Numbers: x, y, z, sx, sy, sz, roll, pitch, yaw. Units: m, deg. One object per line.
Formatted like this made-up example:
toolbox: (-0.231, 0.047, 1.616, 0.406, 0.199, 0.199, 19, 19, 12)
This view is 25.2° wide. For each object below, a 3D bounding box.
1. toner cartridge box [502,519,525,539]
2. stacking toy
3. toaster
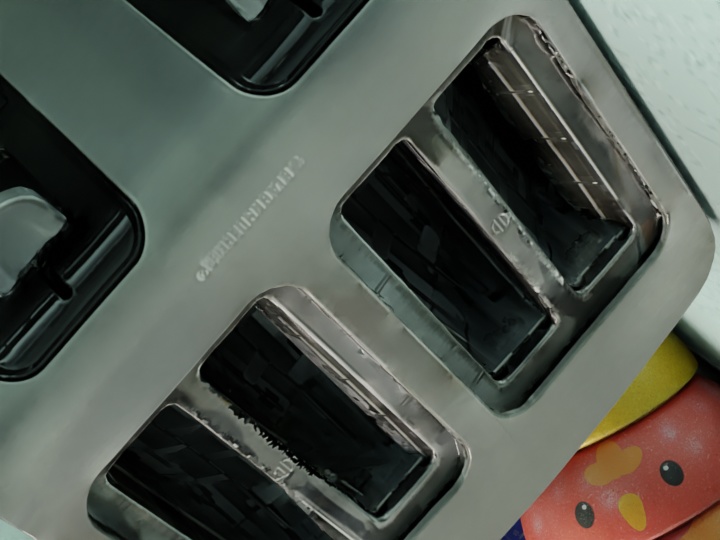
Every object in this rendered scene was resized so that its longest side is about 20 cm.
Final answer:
toner cartridge box: (0.081, 0.163, 1.041, 0.200, 0.043, 0.095, 44, 177, 10)
stacking toy: (0.102, 0.068, 0.669, 0.201, 0.145, 0.146, 59, 179, -1)
toaster: (-0.021, -0.002, 0.432, 0.119, 0.181, 0.200, 40, 176, 45)
